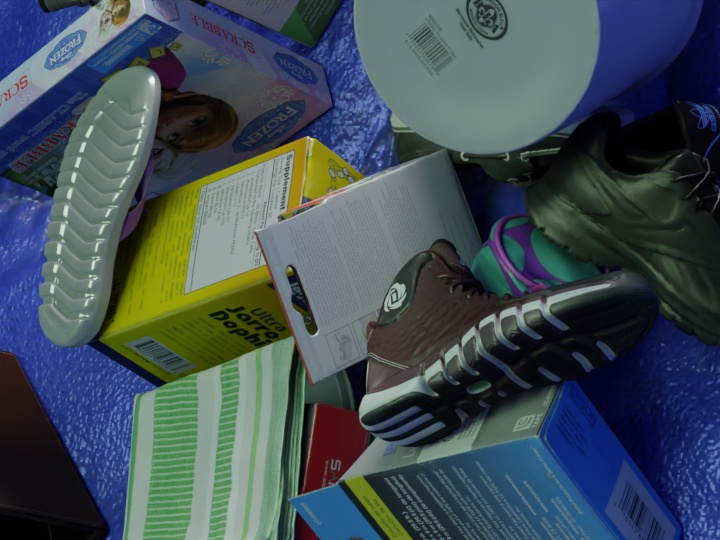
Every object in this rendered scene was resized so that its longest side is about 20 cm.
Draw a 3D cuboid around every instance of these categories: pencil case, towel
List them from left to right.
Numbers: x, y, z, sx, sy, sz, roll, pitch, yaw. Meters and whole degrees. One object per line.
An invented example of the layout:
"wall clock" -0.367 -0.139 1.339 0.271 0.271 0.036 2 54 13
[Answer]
"towel" -0.102 0.134 1.660 0.200 0.023 0.153 -22 59 52
"pencil case" 0.081 0.056 1.587 0.200 0.085 0.093 -60 5 35

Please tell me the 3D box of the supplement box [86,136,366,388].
"supplement box" -0.079 0.004 1.722 0.200 0.109 0.109 -19 51 37

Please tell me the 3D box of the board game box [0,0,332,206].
"board game box" -0.159 -0.116 1.811 0.200 0.199 0.041 -34 54 29

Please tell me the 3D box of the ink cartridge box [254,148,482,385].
"ink cartridge box" 0.000 0.000 1.613 0.050 0.200 0.109 -17 95 44

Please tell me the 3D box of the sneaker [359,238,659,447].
"sneaker" 0.079 0.017 1.477 0.200 0.076 0.116 -25 50 22

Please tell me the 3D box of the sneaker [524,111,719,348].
"sneaker" 0.199 -0.022 1.497 0.200 0.076 0.091 31 116 7

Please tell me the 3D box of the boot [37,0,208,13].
"boot" -0.146 -0.249 1.854 0.130 0.200 0.068 13 128 33

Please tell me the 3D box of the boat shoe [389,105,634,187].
"boat shoe" 0.103 -0.086 1.670 0.200 0.068 0.057 5 98 44

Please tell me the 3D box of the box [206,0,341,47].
"box" -0.065 -0.252 1.773 0.036 0.200 0.145 41 103 37

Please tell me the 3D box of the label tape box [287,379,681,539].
"label tape box" 0.077 0.151 1.547 0.200 0.144 0.063 -16 32 37

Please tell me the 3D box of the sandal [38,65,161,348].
"sandal" -0.177 -0.044 1.730 0.082 0.050 0.203 20 92 44

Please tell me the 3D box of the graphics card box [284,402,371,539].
"graphics card box" -0.073 0.156 1.675 0.200 0.051 0.126 -7 72 57

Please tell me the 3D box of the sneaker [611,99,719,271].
"sneaker" 0.157 -0.044 1.591 0.200 0.078 0.070 -39 54 25

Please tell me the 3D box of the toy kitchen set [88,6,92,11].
"toy kitchen set" -0.252 -0.235 1.958 0.199 0.163 0.181 -2 75 41

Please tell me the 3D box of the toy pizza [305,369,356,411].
"toy pizza" -0.073 0.132 1.769 0.200 0.032 0.201 -16 66 39

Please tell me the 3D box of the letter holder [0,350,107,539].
"letter holder" -0.309 0.151 1.895 0.101 0.142 0.200 -49 50 18

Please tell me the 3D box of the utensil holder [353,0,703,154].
"utensil holder" 0.106 -0.170 1.520 0.169 0.200 0.171 7 108 22
